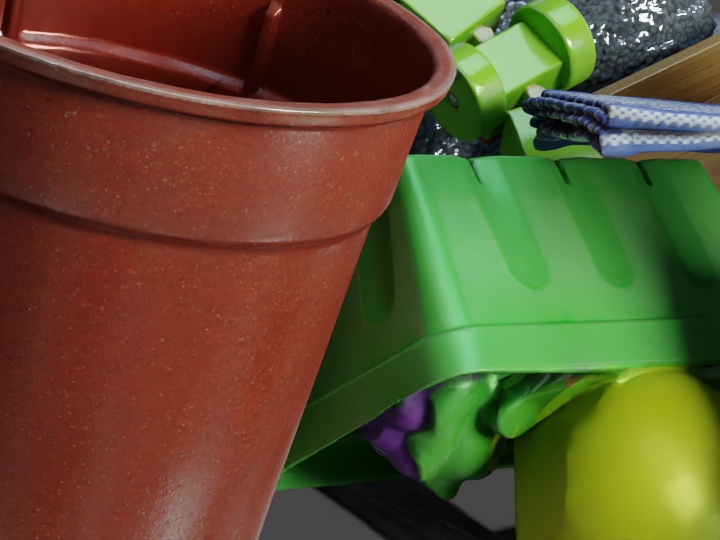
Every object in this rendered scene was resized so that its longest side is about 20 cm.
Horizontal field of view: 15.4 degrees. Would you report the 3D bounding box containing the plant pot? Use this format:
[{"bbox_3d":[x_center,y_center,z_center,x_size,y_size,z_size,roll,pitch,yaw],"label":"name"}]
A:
[{"bbox_3d":[-0.087,0.000,0.887,0.199,0.196,0.201,13,20,-5],"label":"plant pot"}]

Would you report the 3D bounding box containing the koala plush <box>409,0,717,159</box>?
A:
[{"bbox_3d":[0.043,-0.083,1.205,0.183,0.178,0.200,-5,23,42],"label":"koala plush"}]

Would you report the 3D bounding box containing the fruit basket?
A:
[{"bbox_3d":[0.076,0.062,0.974,0.215,0.155,0.217,18,58,-33],"label":"fruit basket"}]

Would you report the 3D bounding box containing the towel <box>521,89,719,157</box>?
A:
[{"bbox_3d":[0.138,-0.046,0.943,0.144,0.024,0.200,4,5,-4],"label":"towel"}]

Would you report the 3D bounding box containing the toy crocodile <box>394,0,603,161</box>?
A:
[{"bbox_3d":[0.031,-0.103,1.094,0.067,0.062,0.200,-30,68,-30],"label":"toy crocodile"}]

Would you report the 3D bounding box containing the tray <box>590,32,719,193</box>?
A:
[{"bbox_3d":[0.173,-0.062,1.144,0.199,0.037,0.099,-25,41,-25],"label":"tray"}]
